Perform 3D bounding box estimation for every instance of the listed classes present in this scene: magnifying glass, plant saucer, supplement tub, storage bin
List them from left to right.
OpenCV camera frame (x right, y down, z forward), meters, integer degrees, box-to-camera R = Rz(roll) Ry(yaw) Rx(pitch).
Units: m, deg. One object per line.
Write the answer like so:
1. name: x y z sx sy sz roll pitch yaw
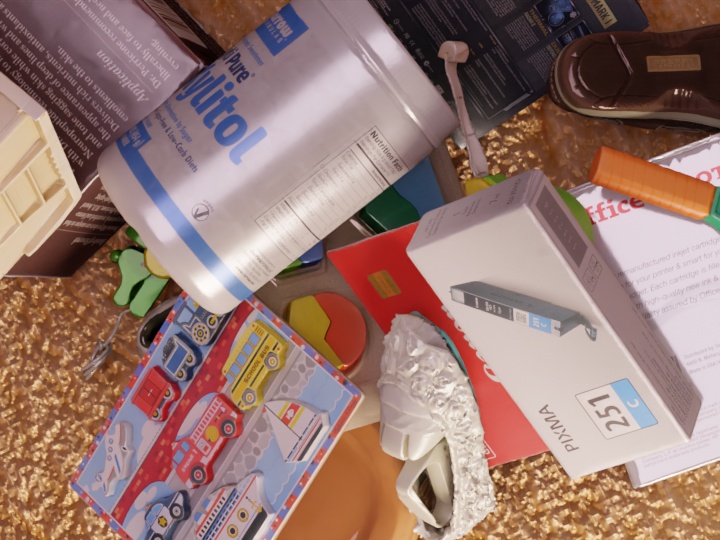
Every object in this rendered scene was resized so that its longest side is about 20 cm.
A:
1. storage bin: -0.282 -0.096 1.355 0.200 0.199 0.094 39 80 8
2. supplement tub: -0.053 -0.080 1.400 0.200 0.132 0.132 -39 83 2
3. plant saucer: -0.051 0.152 1.521 0.200 0.037 0.201 -1 103 -4
4. magnifying glass: 0.242 -0.037 1.421 0.200 0.022 0.080 18 77 -7

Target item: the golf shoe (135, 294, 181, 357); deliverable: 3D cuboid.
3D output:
1. golf shoe: -0.060 0.030 1.527 0.200 0.097 0.078 -21 84 8

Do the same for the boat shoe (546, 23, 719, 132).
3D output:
1. boat shoe: 0.221 -0.127 1.491 0.202 0.075 0.075 6 80 -13

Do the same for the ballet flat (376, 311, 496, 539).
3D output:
1. ballet flat: 0.046 0.114 1.454 0.072 0.200 0.072 -9 46 10

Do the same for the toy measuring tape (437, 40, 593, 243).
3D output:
1. toy measuring tape: 0.105 -0.057 1.428 0.073 0.074 0.200 -14 89 10

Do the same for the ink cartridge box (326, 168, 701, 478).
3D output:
1. ink cartridge box: 0.091 0.048 1.410 0.176 0.045 0.200 -21 116 35

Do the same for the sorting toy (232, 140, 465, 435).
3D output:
1. sorting toy: 0.000 0.000 1.495 0.185 0.036 0.200 -15 84 -20

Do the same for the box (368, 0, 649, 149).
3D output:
1. box: 0.077 -0.200 1.474 0.158 0.051 0.200 -33 123 10

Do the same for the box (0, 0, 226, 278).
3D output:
1. box: -0.208 -0.120 1.521 0.200 0.164 0.166 -44 83 7

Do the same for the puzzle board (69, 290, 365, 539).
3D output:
1. puzzle board: -0.100 0.113 1.469 0.151 0.017 0.200 41 112 24

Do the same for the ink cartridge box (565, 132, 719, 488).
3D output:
1. ink cartridge box: 0.219 0.027 1.481 0.146 0.086 0.200 -20 84 9

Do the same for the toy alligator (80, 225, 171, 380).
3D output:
1. toy alligator: -0.147 -0.014 1.557 0.054 0.059 0.200 41 96 -1
